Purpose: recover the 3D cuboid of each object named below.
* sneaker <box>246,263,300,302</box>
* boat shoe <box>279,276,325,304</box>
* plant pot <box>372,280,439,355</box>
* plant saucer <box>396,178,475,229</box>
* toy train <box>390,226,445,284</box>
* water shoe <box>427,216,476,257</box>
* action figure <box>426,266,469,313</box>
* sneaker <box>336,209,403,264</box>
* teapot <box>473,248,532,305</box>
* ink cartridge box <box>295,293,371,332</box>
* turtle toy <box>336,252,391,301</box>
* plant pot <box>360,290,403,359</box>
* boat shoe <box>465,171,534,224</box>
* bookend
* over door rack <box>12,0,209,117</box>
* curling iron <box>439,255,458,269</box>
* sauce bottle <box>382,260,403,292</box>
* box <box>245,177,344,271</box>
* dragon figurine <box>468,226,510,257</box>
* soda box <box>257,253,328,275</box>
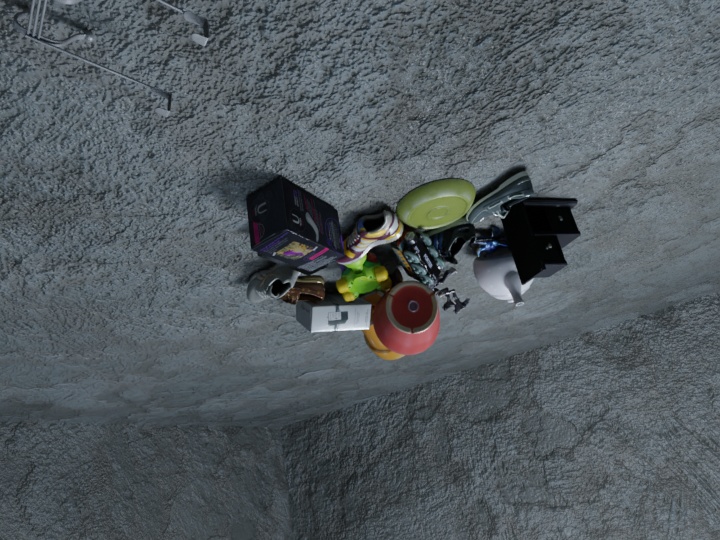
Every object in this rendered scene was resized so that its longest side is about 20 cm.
[{"bbox_3d":[-0.240,0.043,1.399,0.199,0.093,0.076,-33,119,32],"label":"sneaker"},{"bbox_3d":[-0.194,0.061,1.516,0.196,0.069,0.072,-3,156,-19],"label":"boat shoe"},{"bbox_3d":[0.134,0.120,1.463,0.196,0.204,0.178,-10,162,-4],"label":"plant pot"},{"bbox_3d":[0.184,-0.149,1.272,0.196,0.032,0.201,-11,157,-5],"label":"plant saucer"},{"bbox_3d":[0.142,-0.039,1.381,0.113,0.086,0.200,23,162,40],"label":"toy train"},{"bbox_3d":[0.218,-0.068,1.409,0.071,0.080,0.199,10,149,-40],"label":"water shoe"},{"bbox_3d":[0.245,0.037,1.639,0.200,0.102,0.118,45,164,-18],"label":"action figure"},{"bbox_3d":[0.002,-0.087,1.285,0.198,0.076,0.090,-29,145,20],"label":"sneaker"},{"bbox_3d":[0.427,0.019,1.554,0.198,0.149,0.196,-22,-168,-39],"label":"teapot"},{"bbox_3d":[-0.086,0.127,1.623,0.196,0.085,0.146,0,-170,-25],"label":"ink cartridge box"},{"bbox_3d":[0.000,0.000,1.429,0.143,0.103,0.200,-16,156,6],"label":"turtle toy"},{"bbox_3d":[0.075,0.166,1.759,0.197,0.203,0.183,-21,141,21],"label":"plant pot"},{"bbox_3d":[0.331,-0.157,1.270,0.072,0.063,0.200,-15,163,-41],"label":"boat shoe"},{"bbox_3d":[0.489,-0.076,1.372,0.195,0.204,0.092,-1,156,-22],"label":"bookend"},{"bbox_3d":[-0.291,-0.297,0.631,0.198,0.068,0.147,27,140,-25],"label":"over door rack"},{"bbox_3d":[0.243,-0.026,1.472,0.025,0.051,0.200,5,-178,-6],"label":"curling iron"},{"bbox_3d":[0.096,0.027,1.591,0.065,0.067,0.201,-14,154,4],"label":"sauce bottle"},{"bbox_3d":[-0.136,-0.090,1.129,0.105,0.125,0.199,-23,154,26],"label":"box"},{"bbox_3d":[0.366,-0.083,1.473,0.098,0.060,0.199,-28,157,28],"label":"dragon figurine"},{"bbox_3d":[-0.163,-0.049,1.284,0.070,0.064,0.199,-22,154,25],"label":"soda box"}]
